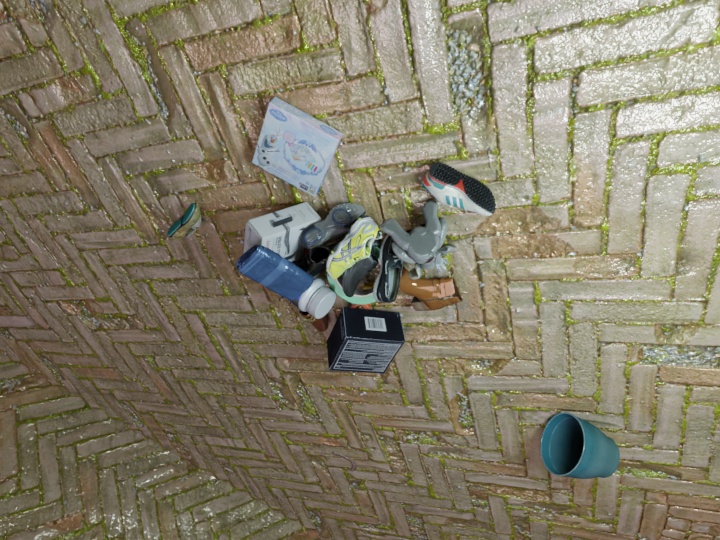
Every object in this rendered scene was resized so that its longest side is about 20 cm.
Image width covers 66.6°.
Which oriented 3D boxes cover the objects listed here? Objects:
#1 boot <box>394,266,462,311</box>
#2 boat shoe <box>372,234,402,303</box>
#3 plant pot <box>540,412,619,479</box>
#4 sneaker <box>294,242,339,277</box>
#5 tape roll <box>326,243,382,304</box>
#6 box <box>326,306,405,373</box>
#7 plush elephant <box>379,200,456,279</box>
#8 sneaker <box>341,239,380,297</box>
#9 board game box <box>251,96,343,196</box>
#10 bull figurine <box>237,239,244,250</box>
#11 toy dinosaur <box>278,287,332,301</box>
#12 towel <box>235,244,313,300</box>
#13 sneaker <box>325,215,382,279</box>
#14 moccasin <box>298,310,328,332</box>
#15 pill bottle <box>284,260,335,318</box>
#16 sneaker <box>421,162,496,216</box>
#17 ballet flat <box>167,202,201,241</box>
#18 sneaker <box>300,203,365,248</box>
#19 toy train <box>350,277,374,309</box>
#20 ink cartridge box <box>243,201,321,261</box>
[{"bbox_3d":[0.197,0.039,1.599,0.154,0.074,0.200,-13,135,32],"label":"boot"},{"bbox_3d":[0.090,-0.008,1.525,0.075,0.202,0.060,12,175,-43],"label":"boat shoe"},{"bbox_3d":[0.731,0.588,1.795,0.187,0.201,0.200,20,137,-17],"label":"plant pot"},{"bbox_3d":[-0.143,-0.025,1.540,0.199,0.106,0.075,-28,79,25],"label":"sneaker"},{"bbox_3d":[0.000,0.000,1.613,0.198,0.048,0.202,4,111,10],"label":"tape roll"},{"bbox_3d":[0.011,0.227,1.765,0.198,0.124,0.199,7,137,-18],"label":"box"},{"bbox_3d":[0.168,-0.064,1.475,0.201,0.164,0.155,59,176,13],"label":"plush elephant"},{"bbox_3d":[0.001,-0.011,1.544,0.090,0.076,0.202,15,114,2],"label":"sneaker"},{"bbox_3d":[-0.170,-0.322,1.445,0.199,0.044,0.199,28,135,-3],"label":"board game box"},{"bbox_3d":[-0.299,-0.078,1.691,0.121,0.066,0.200,16,137,-41],"label":"bull figurine"},{"bbox_3d":[-0.171,0.046,1.746,0.198,0.089,0.047,-5,167,12],"label":"toy dinosaur"},{"bbox_3d":[-0.231,0.003,1.495,0.111,0.049,0.199,-35,128,30],"label":"towel"},{"bbox_3d":[-0.021,-0.049,1.455,0.076,0.075,0.201,44,112,20],"label":"sneaker"},{"bbox_3d":[-0.173,0.133,1.830,0.073,0.078,0.202,-8,126,28],"label":"moccasin"},{"bbox_3d":[-0.177,0.052,1.664,0.199,0.114,0.114,34,139,23],"label":"pill bottle"},{"bbox_3d":[0.245,-0.192,1.383,0.199,0.071,0.093,29,153,-7],"label":"sneaker"},{"bbox_3d":[-0.546,-0.151,1.749,0.071,0.071,0.199,43,131,-17],"label":"ballet flat"},{"bbox_3d":[-0.074,-0.125,1.544,0.199,0.087,0.075,-27,79,7],"label":"sneaker"},{"bbox_3d":[-0.020,0.071,1.726,0.149,0.056,0.200,-21,120,35],"label":"toy train"},{"bbox_3d":[-0.223,-0.093,1.556,0.084,0.199,0.145,48,142,27],"label":"ink cartridge box"}]
